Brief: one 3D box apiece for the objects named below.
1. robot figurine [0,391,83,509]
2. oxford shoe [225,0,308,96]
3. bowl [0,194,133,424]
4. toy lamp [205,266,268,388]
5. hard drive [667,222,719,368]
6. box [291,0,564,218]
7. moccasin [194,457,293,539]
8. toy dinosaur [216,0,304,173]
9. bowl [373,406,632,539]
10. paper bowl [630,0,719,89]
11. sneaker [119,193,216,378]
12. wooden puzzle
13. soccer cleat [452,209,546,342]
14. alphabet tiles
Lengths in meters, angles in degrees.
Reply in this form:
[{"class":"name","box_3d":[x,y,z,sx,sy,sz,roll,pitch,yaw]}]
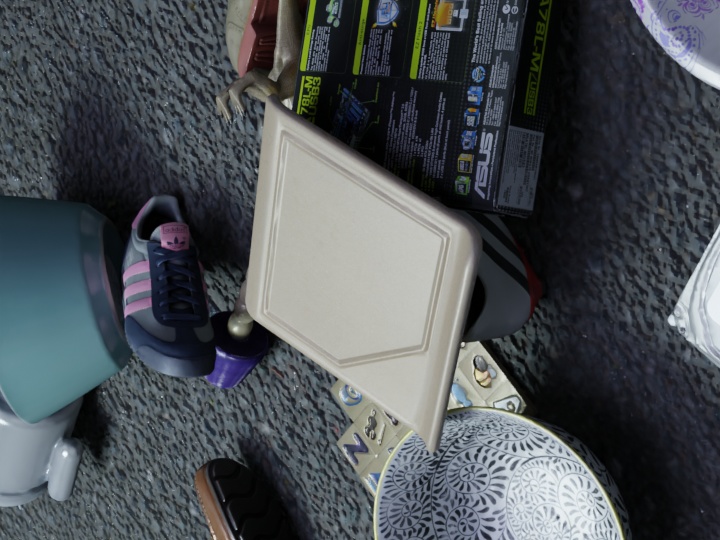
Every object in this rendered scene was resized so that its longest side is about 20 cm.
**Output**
[{"class":"robot figurine","box_3d":[-0.329,0.145,1.608,0.169,0.113,0.201,42,132,20]},{"class":"oxford shoe","box_3d":[-0.063,-0.227,1.219,0.075,0.070,0.201,49,130,39]},{"class":"bowl","box_3d":[-0.253,0.021,1.450,0.104,0.201,0.203,-13,100,3]},{"class":"toy lamp","box_3d":[-0.084,0.014,1.349,0.058,0.058,0.201,43,133,23]},{"class":"hard drive","box_3d":[0.288,0.039,1.001,0.200,0.038,0.140,42,132,23]},{"class":"box","box_3d":[0.041,-0.144,1.119,0.192,0.047,0.202,9,92,44]},{"class":"moccasin","box_3d":[-0.089,0.256,1.451,0.077,0.074,0.203,-25,98,39]},{"class":"toy dinosaur","box_3d":[-0.052,-0.137,1.218,0.058,0.101,0.202,33,146,57]},{"class":"bowl","box_3d":[0.116,0.180,1.180,0.199,0.094,0.203,10,107,34]},{"class":"paper bowl","box_3d":[0.238,-0.197,0.902,0.199,0.104,0.203,20,120,38]},{"class":"sneaker","box_3d":[-0.155,0.009,1.361,0.200,0.069,0.083,-122,41,-55]},{"class":"wooden puzzle","box_3d":[0.000,0.000,1.131,0.199,0.037,0.186,37,137,29]},{"class":"soccer cleat","box_3d":[0.057,-0.045,1.161,0.068,0.085,0.202,-24,89,47]},{"class":"alphabet tiles","box_3d":[0.054,0.121,1.293,0.167,0.006,0.200,53,136,15]}]
